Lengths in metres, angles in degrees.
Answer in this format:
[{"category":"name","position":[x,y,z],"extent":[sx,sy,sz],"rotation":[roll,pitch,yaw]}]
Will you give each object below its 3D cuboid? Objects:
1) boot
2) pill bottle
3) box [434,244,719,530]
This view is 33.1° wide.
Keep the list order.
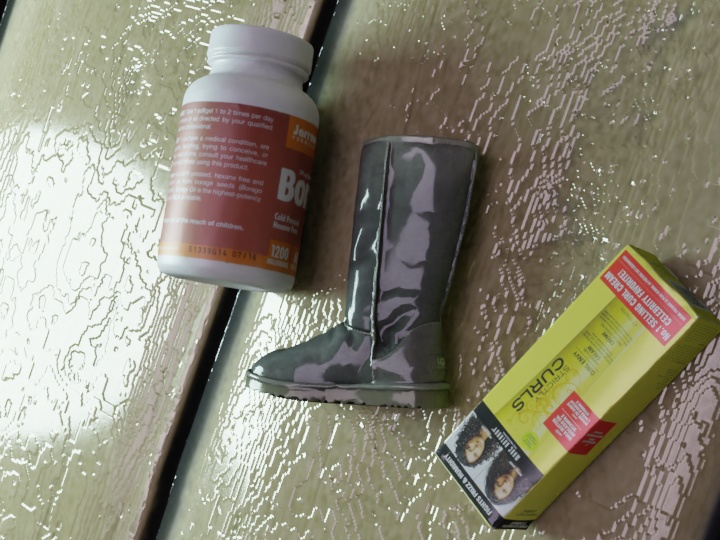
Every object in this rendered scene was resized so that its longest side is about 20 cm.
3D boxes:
[{"category":"boot","position":[0.000,0.000,0.916],"extent":[0.181,0.073,0.201],"rotation":[0,88,21]},{"category":"pill bottle","position":[-0.093,-0.088,0.972],"extent":[0.112,0.112,0.201],"rotation":[6,85,36]},{"category":"box","position":[0.143,0.081,0.812],"extent":[0.200,0.050,0.075],"rotation":[-49,58,18]}]
